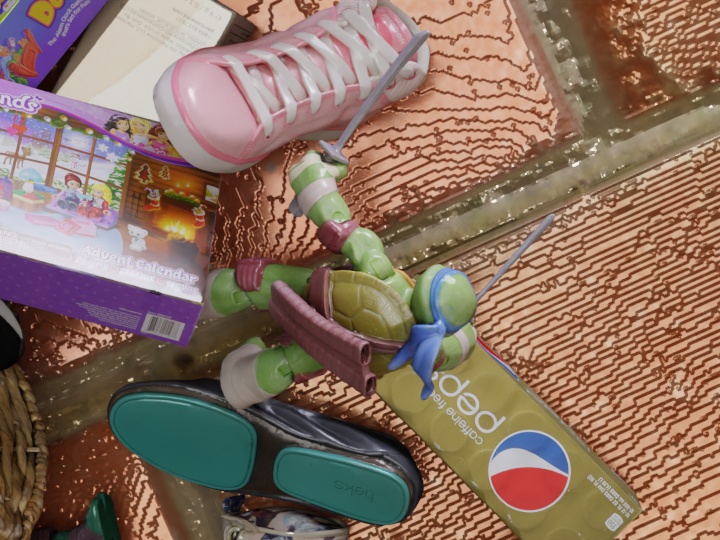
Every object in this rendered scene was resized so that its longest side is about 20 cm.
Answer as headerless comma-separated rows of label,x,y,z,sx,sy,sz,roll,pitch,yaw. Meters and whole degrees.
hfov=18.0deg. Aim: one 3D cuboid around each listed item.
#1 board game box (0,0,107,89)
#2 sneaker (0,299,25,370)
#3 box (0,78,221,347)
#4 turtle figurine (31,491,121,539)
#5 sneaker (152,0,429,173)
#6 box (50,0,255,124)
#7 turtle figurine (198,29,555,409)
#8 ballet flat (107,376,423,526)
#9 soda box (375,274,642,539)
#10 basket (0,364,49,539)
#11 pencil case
board game box,-0.181,-0.200,1.364,0.045,0.134,0.200,38,94,-33
sneaker,-0.294,0.022,1.310,0.200,0.070,0.090,31,59,-11
box,-0.180,-0.042,1.269,0.199,0.137,0.039,15,133,-11
turtle figurine,-0.254,0.190,1.405,0.199,0.101,0.150,-7,51,14
sneaker,-0.031,-0.117,1.315,0.105,0.200,0.076,-32,81,32
box,-0.149,-0.085,1.387,0.078,0.095,0.200,30,92,3
turtle figurine,0.000,0.000,1.313,0.193,0.144,0.201,-14,61,34
ballet flat,-0.056,0.105,1.402,0.199,0.073,0.073,16,93,2
soda box,0.079,0.095,1.393,0.068,0.064,0.200,-45,88,5
basket,-0.275,0.131,1.359,0.142,0.200,0.149,10,127,-28
pencil case,-0.069,0.243,1.398,0.089,0.078,0.201,11,93,-32
